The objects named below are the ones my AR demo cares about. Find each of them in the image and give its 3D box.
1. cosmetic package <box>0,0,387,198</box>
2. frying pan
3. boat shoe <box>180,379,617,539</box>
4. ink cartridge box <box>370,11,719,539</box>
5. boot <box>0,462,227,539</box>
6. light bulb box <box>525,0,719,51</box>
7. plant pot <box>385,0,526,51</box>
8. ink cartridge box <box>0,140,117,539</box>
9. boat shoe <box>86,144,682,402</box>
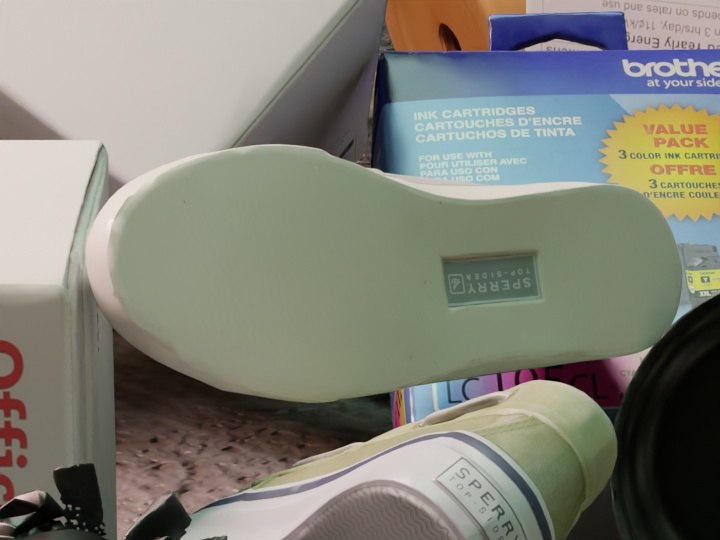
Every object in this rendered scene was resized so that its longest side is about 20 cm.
[{"bbox_3d":[-0.104,-0.091,1.019,0.199,0.123,0.200,37,-15,8],"label":"cosmetic package"},{"bbox_3d":[0.165,0.055,0.883,0.190,0.115,0.031,-2,5,-10],"label":"frying pan"},{"bbox_3d":[0.000,0.080,0.771,0.062,0.072,0.200,-31,3,-34],"label":"boat shoe"},{"bbox_3d":[0.074,-0.003,0.983,0.136,0.076,0.200,-1,46,-4],"label":"ink cartridge box"},{"bbox_3d":[-0.100,0.131,0.680,0.162,0.073,0.198,19,50,-27],"label":"boot"},{"bbox_3d":[0.171,-0.064,1.100,0.198,0.200,0.125,9,19,25],"label":"light bulb box"},{"bbox_3d":[0.098,-0.126,1.334,0.140,0.200,0.200,-23,25,-16],"label":"plant pot"},{"bbox_3d":[-0.173,0.050,0.842,0.200,0.147,0.146,0,18,-1],"label":"ink cartridge box"},{"bbox_3d":[0.000,0.000,0.843,0.200,0.072,0.069,-7,-2,-38],"label":"boat shoe"}]
